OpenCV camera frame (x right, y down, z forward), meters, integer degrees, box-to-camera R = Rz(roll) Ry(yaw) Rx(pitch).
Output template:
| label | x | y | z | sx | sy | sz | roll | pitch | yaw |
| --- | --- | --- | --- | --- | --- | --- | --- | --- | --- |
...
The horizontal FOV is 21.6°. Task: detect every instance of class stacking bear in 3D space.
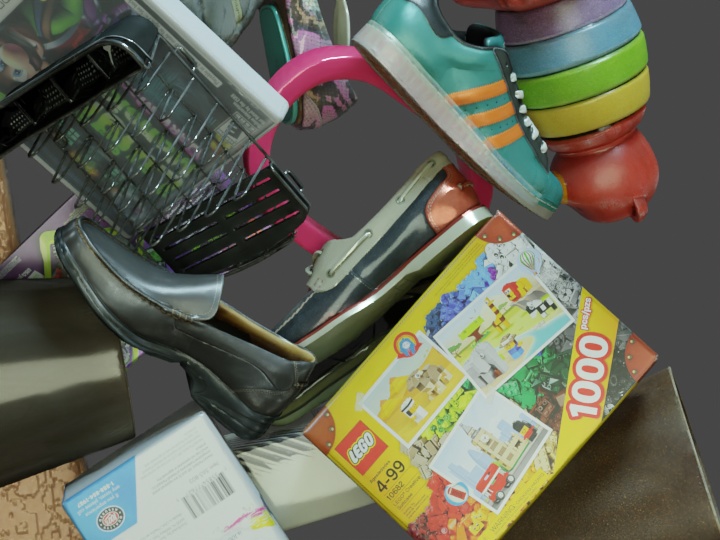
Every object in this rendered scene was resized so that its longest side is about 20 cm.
| label | x | y | z | sx | sy | sz | roll | pitch | yaw |
| --- | --- | --- | --- | --- | --- | --- | --- | --- | --- |
| stacking bear | 0.157 | -0.129 | 1.363 | 0.113 | 0.121 | 0.202 | -25 | 107 | -17 |

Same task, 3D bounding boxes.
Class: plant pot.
| label | x | y | z | sx | sy | sz | roll | pitch | yaw |
| --- | --- | --- | --- | --- | --- | --- | --- | --- | --- |
| plant pot | 0.160 | 0.190 | 1.371 | 0.198 | 0.187 | 0.189 | -18 | 98 | 9 |

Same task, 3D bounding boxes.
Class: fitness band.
| label | x | y | z | sx | sy | sz | roll | pitch | yaw |
| --- | --- | --- | --- | --- | --- | --- | --- | --- | --- |
| fitness band | 0.005 | -0.073 | 1.352 | 0.199 | 0.037 | 0.144 | 33 | 96 | -28 |

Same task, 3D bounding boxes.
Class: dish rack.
| label | x | y | z | sx | sy | sz | roll | pitch | yaw |
| --- | --- | --- | --- | --- | --- | --- | --- | --- | --- |
| dish rack | -0.137 | -0.067 | 1.247 | 0.153 | 0.055 | 0.200 | -24 | 119 | 37 |

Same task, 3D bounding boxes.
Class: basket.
| label | x | y | z | sx | sy | sz | roll | pitch | yaw |
| --- | --- | --- | --- | --- | --- | --- | --- | --- | --- |
| basket | -0.261 | 0.076 | 1.292 | 0.198 | 0.136 | 0.182 | -11 | 99 | -9 |

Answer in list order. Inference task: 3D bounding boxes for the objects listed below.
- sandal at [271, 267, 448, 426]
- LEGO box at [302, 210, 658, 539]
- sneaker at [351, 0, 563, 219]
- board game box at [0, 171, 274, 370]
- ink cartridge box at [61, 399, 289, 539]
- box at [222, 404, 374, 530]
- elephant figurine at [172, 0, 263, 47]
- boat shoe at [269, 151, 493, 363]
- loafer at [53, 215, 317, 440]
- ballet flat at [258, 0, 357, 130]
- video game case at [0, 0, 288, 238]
| label | x | y | z | sx | sy | sz | roll | pitch | yaw |
| --- | --- | --- | --- | --- | --- | --- | --- | --- | --- |
| sandal | 0.015 | 0.060 | 1.384 | 0.200 | 0.080 | 0.058 | -30 | 116 | 3 |
| LEGO box | 0.082 | 0.086 | 1.288 | 0.149 | 0.077 | 0.200 | 41 | 89 | 8 |
| sneaker | 0.086 | -0.119 | 1.306 | 0.080 | 0.071 | 0.200 | -47 | 116 | -1 |
| board game box | -0.173 | -0.006 | 1.368 | 0.200 | 0.032 | 0.120 | -43 | 95 | -1 |
| ink cartridge box | -0.104 | 0.205 | 1.298 | 0.115 | 0.068 | 0.201 | -32 | 98 | -4 |
| box | -0.079 | 0.154 | 1.371 | 0.198 | 0.082 | 0.069 | -17 | 97 | -7 |
| elephant figurine | -0.150 | -0.236 | 1.293 | 0.156 | 0.199 | 0.142 | -56 | 141 | -15 |
| boat shoe | 0.000 | 0.000 | 1.324 | 0.199 | 0.071 | 0.063 | -39 | 78 | 6 |
| loafer | -0.116 | 0.025 | 1.259 | 0.072 | 0.073 | 0.200 | -42 | 114 | 17 |
| ballet flat | -0.048 | -0.203 | 1.352 | 0.071 | 0.069 | 0.202 | -21 | 103 | -23 |
| video game case | -0.175 | -0.128 | 1.261 | 0.200 | 0.023 | 0.181 | 42 | 132 | -18 |
